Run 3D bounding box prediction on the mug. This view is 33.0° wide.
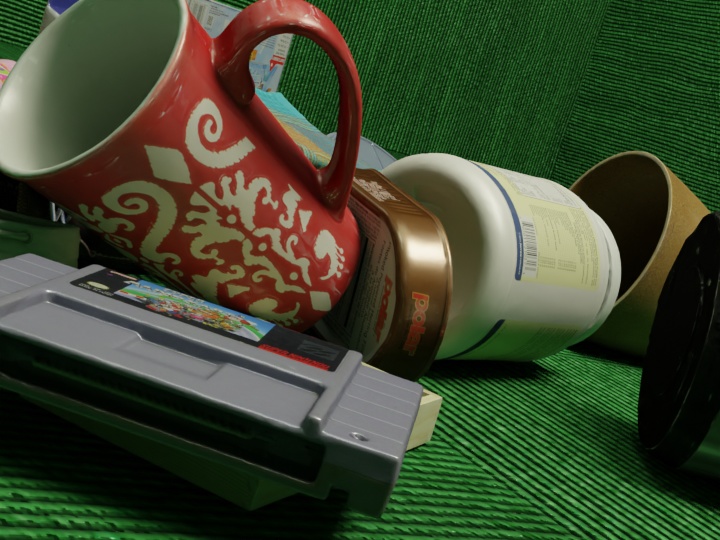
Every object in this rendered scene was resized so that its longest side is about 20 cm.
[{"bbox_3d":[-0.077,-0.052,0.686,0.177,0.134,0.200,-4,-34,33],"label":"mug"}]

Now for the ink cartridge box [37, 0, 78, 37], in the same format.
[{"bbox_3d":[-0.210,-0.155,1.049,0.041,0.201,0.199,21,10,23],"label":"ink cartridge box"}]

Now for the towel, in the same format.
[{"bbox_3d":[-0.061,-0.111,0.905,0.147,0.022,0.200,39,9,21],"label":"towel"}]

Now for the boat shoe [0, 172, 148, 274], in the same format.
[{"bbox_3d":[-0.198,-0.036,0.807,0.199,0.072,0.072,11,10,23],"label":"boat shoe"}]

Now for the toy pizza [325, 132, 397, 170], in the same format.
[{"bbox_3d":[0.030,-0.036,1.055,0.200,0.032,0.200,41,25,-23],"label":"toy pizza"}]

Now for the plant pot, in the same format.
[{"bbox_3d":[0.297,0.012,1.176,0.200,0.187,0.186,28,4,-25],"label":"plant pot"}]

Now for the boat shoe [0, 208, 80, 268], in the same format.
[{"bbox_3d":[-0.238,-0.031,0.670,0.199,0.066,0.074,20,9,13],"label":"boat shoe"}]

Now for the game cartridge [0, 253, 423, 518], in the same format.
[{"bbox_3d":[-0.074,0.039,0.509,0.199,0.038,0.130,18,13,4],"label":"game cartridge"}]

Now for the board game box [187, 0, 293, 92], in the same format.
[{"bbox_3d":[-0.148,-0.141,1.092,0.041,0.200,0.200,21,9,23],"label":"board game box"}]

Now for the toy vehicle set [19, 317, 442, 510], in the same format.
[{"bbox_3d":[-0.052,0.062,0.597,0.124,0.027,0.200,22,10,23],"label":"toy vehicle set"}]

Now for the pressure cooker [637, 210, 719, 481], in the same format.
[{"bbox_3d":[0.293,0.066,0.772,0.199,0.176,0.179,15,12,2],"label":"pressure cooker"}]

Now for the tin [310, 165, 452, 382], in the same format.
[{"bbox_3d":[0.000,0.000,0.788,0.042,0.112,0.200,3,18,-23],"label":"tin"}]

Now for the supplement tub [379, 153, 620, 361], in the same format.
[{"bbox_3d":[0.095,-0.004,0.907,0.145,0.145,0.200,24,11,37],"label":"supplement tub"}]

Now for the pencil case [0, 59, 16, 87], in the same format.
[{"bbox_3d":[-0.305,-0.107,0.872,0.087,0.088,0.200,20,19,14],"label":"pencil case"}]
